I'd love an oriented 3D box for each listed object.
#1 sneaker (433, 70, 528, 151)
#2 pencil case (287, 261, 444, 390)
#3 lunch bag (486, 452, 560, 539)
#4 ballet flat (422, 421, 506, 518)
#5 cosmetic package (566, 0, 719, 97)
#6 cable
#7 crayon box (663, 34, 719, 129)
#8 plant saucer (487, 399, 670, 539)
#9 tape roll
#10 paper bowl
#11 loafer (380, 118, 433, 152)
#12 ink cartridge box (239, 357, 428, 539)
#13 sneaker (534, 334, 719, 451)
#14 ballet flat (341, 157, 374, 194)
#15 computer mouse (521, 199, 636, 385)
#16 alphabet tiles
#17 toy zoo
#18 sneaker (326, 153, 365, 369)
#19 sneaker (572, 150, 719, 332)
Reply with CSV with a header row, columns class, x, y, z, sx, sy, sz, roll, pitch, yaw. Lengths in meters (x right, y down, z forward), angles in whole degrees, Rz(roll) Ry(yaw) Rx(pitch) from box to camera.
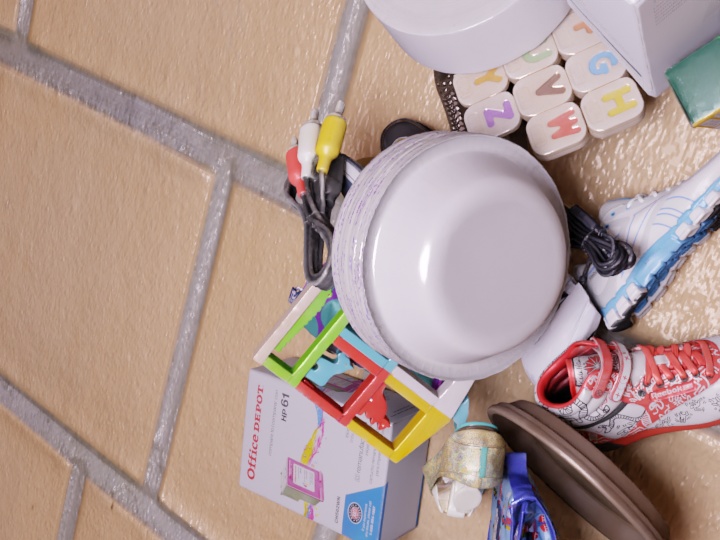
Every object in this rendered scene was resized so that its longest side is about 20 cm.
class,x,y,z,sx,sy,sz,roll,pitch,yaw
sneaker,0.121,-0.161,0.897,0.070,0.075,0.202,-22,61,40
pencil case,0.025,0.061,0.977,0.199,0.085,0.093,29,126,29
lunch bag,0.155,0.265,0.855,0.093,0.151,0.202,-6,91,5
ballet flat,0.095,0.198,0.889,0.071,0.070,0.200,54,164,18
cosmetic package,0.244,-0.259,0.675,0.199,0.200,0.123,-40,72,11
cable,-0.049,-0.061,0.847,0.097,0.050,0.201,-34,36,37
crayon box,0.339,-0.176,0.695,0.199,0.125,0.052,-31,77,34
plant saucer,0.193,0.182,0.828,0.029,0.200,0.200,-45,65,-10
tape roll,0.098,-0.281,0.843,0.201,0.071,0.204,-10,68,26
paper bowl,0.084,-0.010,0.764,0.104,0.199,0.203,22,111,62
loafer,0.057,-0.102,0.893,0.073,0.072,0.200,-37,35,5
ink cartridge box,-0.032,0.194,1.035,0.199,0.084,0.146,15,105,35
sneaker,0.246,0.089,0.794,0.201,0.108,0.068,-28,44,31
ballet flat,0.050,-0.045,0.958,0.200,0.063,0.069,38,114,26
computer mouse,0.180,0.042,0.847,0.110,0.044,0.201,48,141,47
alphabet tiles,0.171,-0.197,0.826,0.194,0.015,0.202,-21,64,16
toy zoo,0.021,0.085,0.850,0.200,0.020,0.131,38,100,-14
sneaker,0.000,0.000,0.901,0.146,0.077,0.203,-41,74,12
sneaker,0.252,-0.044,0.810,0.087,0.075,0.201,50,121,26
